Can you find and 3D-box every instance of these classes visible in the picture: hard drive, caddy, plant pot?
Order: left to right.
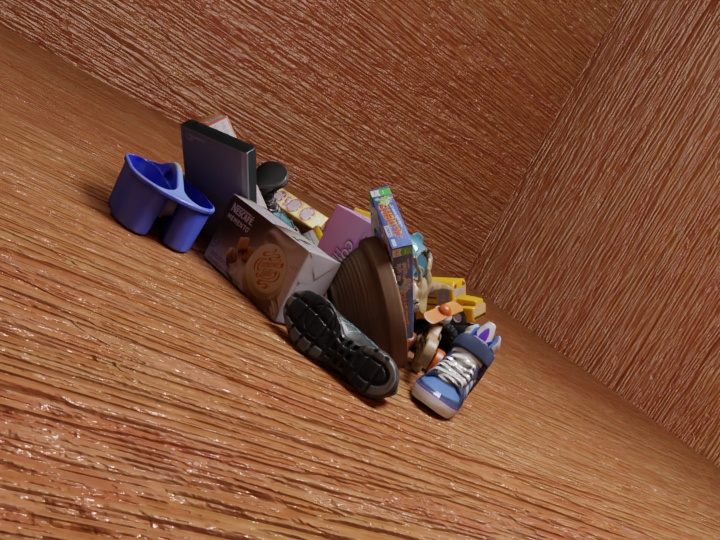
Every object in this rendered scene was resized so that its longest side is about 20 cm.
[{"bbox_3d":[-0.302,-0.116,1.073,0.140,0.106,0.200,25,9,-32],"label":"caddy"},{"bbox_3d":[-0.230,-0.133,1.153,0.138,0.203,0.033,25,42,22],"label":"hard drive"},{"bbox_3d":[0.002,0.058,1.058,0.091,0.205,0.201,-13,18,-9],"label":"plant pot"}]

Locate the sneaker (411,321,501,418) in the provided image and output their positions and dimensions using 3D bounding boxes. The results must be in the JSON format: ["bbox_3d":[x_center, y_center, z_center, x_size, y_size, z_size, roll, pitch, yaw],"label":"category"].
[{"bbox_3d":[0.155,0.140,1.079,0.080,0.148,0.199,32,7,19],"label":"sneaker"}]

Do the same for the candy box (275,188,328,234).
[{"bbox_3d":[-0.172,-0.114,1.554,0.198,0.118,0.057,31,49,12],"label":"candy box"}]

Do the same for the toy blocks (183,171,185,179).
[{"bbox_3d":[-0.347,-0.162,1.338,0.134,0.102,0.200,19,6,3],"label":"toy blocks"}]

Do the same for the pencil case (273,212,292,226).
[{"bbox_3d":[-0.162,-0.052,1.316,0.092,0.085,0.200,45,3,-15],"label":"pencil case"}]

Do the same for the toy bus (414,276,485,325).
[{"bbox_3d":[0.137,0.055,1.332,0.196,0.080,0.065,3,8,33],"label":"toy bus"}]

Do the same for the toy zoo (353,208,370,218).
[{"bbox_3d":[0.010,-0.037,1.459,0.130,0.203,0.020,31,7,13],"label":"toy zoo"}]

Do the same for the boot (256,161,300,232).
[{"bbox_3d":[-0.178,-0.131,1.441,0.197,0.070,0.175,-2,-43,43],"label":"boot"}]

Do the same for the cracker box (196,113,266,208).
[{"bbox_3d":[-0.230,-0.170,1.234,0.134,0.057,0.203,32,-35,64],"label":"cracker box"}]

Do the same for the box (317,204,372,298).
[{"bbox_3d":[0.000,0.000,1.253,0.096,0.179,0.199,30,7,27],"label":"box"}]

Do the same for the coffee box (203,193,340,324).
[{"bbox_3d":[-0.138,-0.016,1.059,0.199,0.116,0.079,37,11,37],"label":"coffee box"}]

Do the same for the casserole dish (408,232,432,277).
[{"bbox_3d":[0.073,0.029,1.261,0.038,0.203,0.121,28,0,26],"label":"casserole dish"}]

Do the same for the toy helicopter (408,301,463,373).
[{"bbox_3d":[0.121,0.114,1.171,0.078,0.134,0.200,30,7,4],"label":"toy helicopter"}]

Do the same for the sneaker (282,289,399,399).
[{"bbox_3d":[-0.027,0.105,0.941,0.199,0.076,0.079,41,-3,21],"label":"sneaker"}]

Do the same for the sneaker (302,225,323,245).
[{"bbox_3d":[-0.084,-0.003,1.407,0.201,0.081,0.079,-120,-172,-47],"label":"sneaker"}]

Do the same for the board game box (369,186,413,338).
[{"bbox_3d":[0.049,-0.007,1.087,0.034,0.203,0.137,-11,44,-8],"label":"board game box"}]

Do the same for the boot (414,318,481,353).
[{"bbox_3d":[0.186,0.145,1.412,0.206,0.081,0.158,14,4,-10],"label":"boot"}]

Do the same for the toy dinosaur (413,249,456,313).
[{"bbox_3d":[0.103,0.020,1.188,0.057,0.104,0.199,-12,4,25],"label":"toy dinosaur"}]
